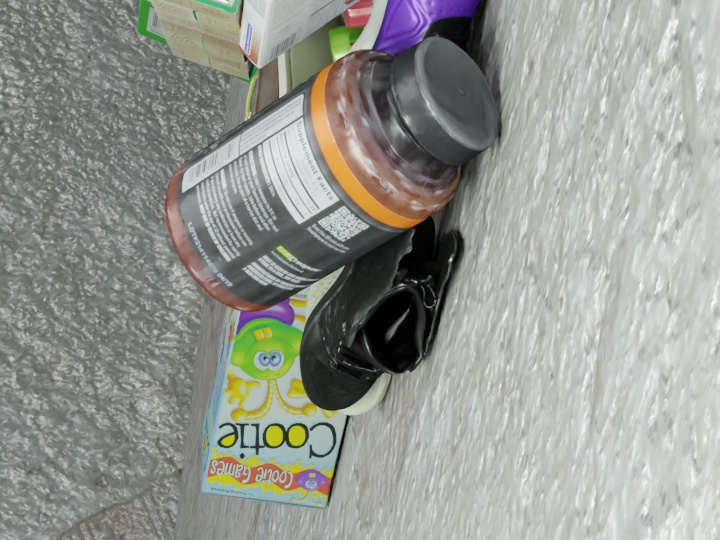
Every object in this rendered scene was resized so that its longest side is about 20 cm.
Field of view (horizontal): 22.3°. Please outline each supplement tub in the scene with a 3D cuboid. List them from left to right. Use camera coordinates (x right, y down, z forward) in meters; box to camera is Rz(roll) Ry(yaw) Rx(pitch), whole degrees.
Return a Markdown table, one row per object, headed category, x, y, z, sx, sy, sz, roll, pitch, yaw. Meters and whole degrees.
| category | x | y | z | sx | sy | sz | roll | pitch | yaw |
| --- | --- | --- | --- | --- | --- | --- | --- | --- | --- |
| supplement tub | -0.015 | -0.059 | 1.073 | 0.199 | 0.107 | 0.108 | -29 | 42 | 34 |

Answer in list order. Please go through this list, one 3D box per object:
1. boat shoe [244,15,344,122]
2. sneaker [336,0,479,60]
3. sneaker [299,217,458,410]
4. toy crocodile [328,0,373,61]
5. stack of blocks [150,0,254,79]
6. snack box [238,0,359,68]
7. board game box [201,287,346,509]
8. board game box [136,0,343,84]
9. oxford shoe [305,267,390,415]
| category | x | y | z | sx | sy | sz | roll | pitch | yaw |
| --- | --- | --- | --- | --- | --- | --- | --- | --- | --- |
| boat shoe | -0.048 | -0.113 | 1.255 | 0.059 | 0.072 | 0.201 | -23 | 53 | 35 |
| sneaker | 0.040 | -0.118 | 1.131 | 0.100 | 0.069 | 0.201 | 52 | 123 | 27 |
| sneaker | 0.009 | 0.036 | 1.160 | 0.105 | 0.060 | 0.201 | -90 | 22 | -55 |
| toy crocodile | 0.007 | -0.175 | 1.189 | 0.062 | 0.067 | 0.201 | -88 | -14 | -57 |
| stack of blocks | -0.083 | -0.201 | 1.154 | 0.200 | 0.058 | 0.116 | 105 | -177 | -84 |
| snack box | 0.010 | -0.198 | 1.102 | 0.200 | 0.024 | 0.072 | -38 | -17 | -24 |
| board game box | -0.059 | 0.071 | 1.444 | 0.105 | 0.102 | 0.201 | -98 | 20 | -63 |
| board game box | -0.072 | -0.241 | 1.506 | 0.040 | 0.152 | 0.201 | 109 | -172 | -52 |
| oxford shoe | 0.000 | 0.000 | 1.285 | 0.058 | 0.075 | 0.202 | 6 | -101 | -60 |
